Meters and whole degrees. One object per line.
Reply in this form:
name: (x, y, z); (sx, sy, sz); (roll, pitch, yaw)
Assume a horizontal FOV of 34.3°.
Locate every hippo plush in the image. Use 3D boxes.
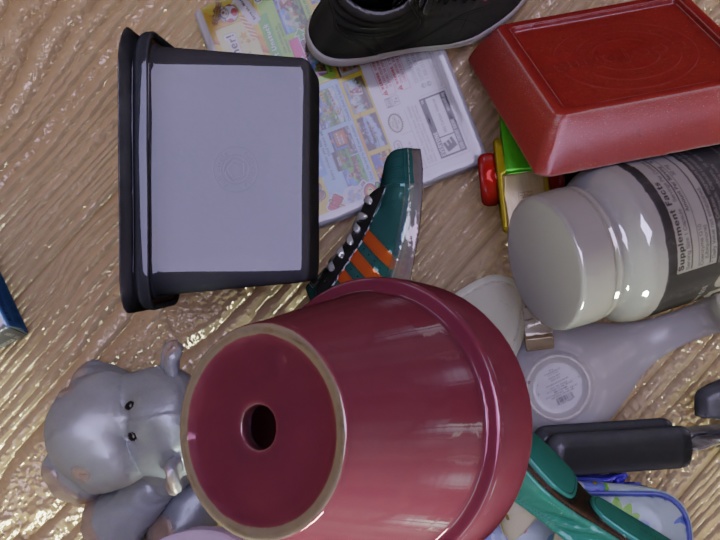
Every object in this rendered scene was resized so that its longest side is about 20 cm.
hippo plush: (-0.143, 0.135, 0.837); (0.198, 0.161, 0.161); (-4, 83, -2)

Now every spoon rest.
spoon rest: (0.197, 0.072, 0.917); (0.198, 0.061, 0.100); (-24, 86, 9)

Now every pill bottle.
pill bottle: (0.213, -0.029, 0.839); (0.198, 0.113, 0.114); (-15, 84, -22)

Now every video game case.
video game case: (-0.016, -0.148, 0.946); (0.180, 0.023, 0.202); (-21, 85, -5)

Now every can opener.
can opener: (0.228, 0.120, 0.891); (0.198, 0.053, 0.067); (-6, 94, -13)

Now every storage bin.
storage bin: (-0.098, -0.070, 0.866); (0.133, 0.146, 0.202); (1, 90, 3)

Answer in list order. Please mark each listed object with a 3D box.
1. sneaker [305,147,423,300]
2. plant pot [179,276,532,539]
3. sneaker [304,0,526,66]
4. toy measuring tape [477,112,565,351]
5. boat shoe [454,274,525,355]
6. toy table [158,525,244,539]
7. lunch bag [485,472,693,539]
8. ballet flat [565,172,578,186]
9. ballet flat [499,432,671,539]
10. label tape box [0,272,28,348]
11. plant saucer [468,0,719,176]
sneaker: (0.000, 0.000, 0.898); (0.079, 0.071, 0.202); (12, 91, 2)
plant pot: (-0.013, 0.102, 0.758); (0.198, 0.178, 0.202); (-3, 85, 32)
sneaker: (0.057, -0.215, 0.895); (0.198, 0.099, 0.071); (-19, 83, -13)
toy measuring tape: (0.129, -0.036, 0.908); (0.073, 0.074, 0.202); (-4, 79, -3)
boat shoe: (0.062, 0.093, 0.900); (0.072, 0.060, 0.203); (32, 76, 11)
toy table: (-0.143, 0.266, 0.759); (0.182, 0.117, 0.202); (23, 89, 10)
lunch bag: (0.148, 0.232, 0.877); (0.198, 0.082, 0.163); (1, 84, -2)
ballet flat: (0.201, -0.059, 0.925); (0.066, 0.057, 0.201); (-35, 86, -7)
ballet flat: (0.139, 0.174, 0.817); (0.199, 0.067, 0.071); (38, 104, 7)
label tape box: (-0.377, 0.027, 0.890); (0.199, 0.066, 0.144); (-27, 85, -7)
plant saucer: (0.198, -0.151, 0.877); (0.197, 0.201, 0.037); (-11, 127, -4)
